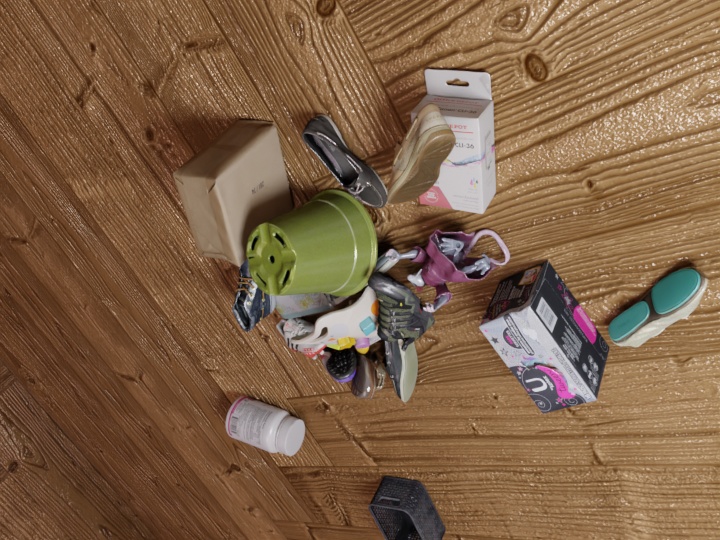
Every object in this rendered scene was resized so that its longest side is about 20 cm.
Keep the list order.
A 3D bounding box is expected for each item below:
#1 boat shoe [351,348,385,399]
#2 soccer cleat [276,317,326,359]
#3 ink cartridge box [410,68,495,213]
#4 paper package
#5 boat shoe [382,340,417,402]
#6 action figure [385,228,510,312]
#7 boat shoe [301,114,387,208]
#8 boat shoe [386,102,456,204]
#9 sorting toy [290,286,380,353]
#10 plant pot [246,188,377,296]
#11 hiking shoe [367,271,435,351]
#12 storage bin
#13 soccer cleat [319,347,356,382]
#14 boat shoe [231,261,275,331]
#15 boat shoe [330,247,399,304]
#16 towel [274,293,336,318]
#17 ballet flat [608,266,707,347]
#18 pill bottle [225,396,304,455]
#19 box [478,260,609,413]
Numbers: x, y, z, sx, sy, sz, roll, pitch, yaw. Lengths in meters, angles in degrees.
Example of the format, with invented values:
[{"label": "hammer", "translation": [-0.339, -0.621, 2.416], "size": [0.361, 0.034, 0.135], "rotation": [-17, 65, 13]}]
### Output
[{"label": "boat shoe", "translation": [0.021, 0.217, 1.405], "size": [0.070, 0.200, 0.078], "rotation": [19, 102, -8]}, {"label": "soccer cleat", "translation": [-0.127, 0.142, 1.479], "size": [0.086, 0.069, 0.199], "rotation": [48, 159, -17]}, {"label": "ink cartridge box", "translation": [0.143, -0.198, 1.030], "size": [0.114, 0.068, 0.204], "rotation": [12, 131, 28]}, {"label": "paper package", "translation": [-0.226, -0.145, 1.239], "size": [0.101, 0.201, 0.194], "rotation": [12, 133, 26]}, {"label": "boat shoe", "translation": [0.075, 0.184, 1.395], "size": [0.065, 0.075, 0.204], "rotation": [13, 131, 28]}, {"label": "action figure", "translation": [0.143, -0.015, 1.184], "size": [0.136, 0.147, 0.200], "rotation": [59, 157, 5]}, {"label": "boat shoe", "translation": [-0.030, -0.180, 1.176], "size": [0.201, 0.057, 0.066], "rotation": [50, 136, -11]}, {"label": "boat shoe", "translation": [0.085, -0.170, 1.008], "size": [0.066, 0.069, 0.201], "rotation": [70, 154, 19]}, {"label": "sorting toy", "translation": [-0.042, 0.110, 1.320], "size": [0.199, 0.176, 0.110], "rotation": [-36, 67, 48]}, {"label": "plant pot", "translation": [-0.101, -0.035, 1.200], "size": [0.196, 0.188, 0.207], "rotation": [10, 106, 37]}, {"label": "hiking shoe", "translation": [0.065, 0.083, 1.245], "size": [0.075, 0.102, 0.200], "rotation": [32, 172, 47]}, {"label": "storage bin", "translation": [0.122, 0.643, 1.732], "size": [0.132, 0.094, 0.204], "rotation": [-5, 121, 37]}, {"label": "soccer cleat", "translation": [-0.043, 0.206, 1.438], "size": [0.200, 0.067, 0.075], "rotation": [-144, 33, -70]}, {"label": "boat shoe", "translation": [-0.231, 0.030, 1.404], "size": [0.069, 0.091, 0.205], "rotation": [13, 129, 27]}, {"label": "boat shoe", "translation": [0.000, 0.000, 1.295], "size": [0.199, 0.072, 0.063], "rotation": [-36, 85, 44]}, {"label": "towel", "translation": [-0.143, 0.015, 1.429], "size": [0.197, 0.048, 0.174], "rotation": [-14, 113, 41]}, {"label": "ballet flat", "translation": [0.469, 0.059, 1.036], "size": [0.061, 0.069, 0.200], "rotation": [16, 145, -18]}, {"label": "pill bottle", "translation": [-0.254, 0.419, 1.794], "size": [0.195, 0.114, 0.116], "rotation": [12, 132, 26]}, {"label": "box", "translation": [0.310, 0.116, 1.128], "size": [0.114, 0.133, 0.201], "rotation": [-28, 106, 44]}]
